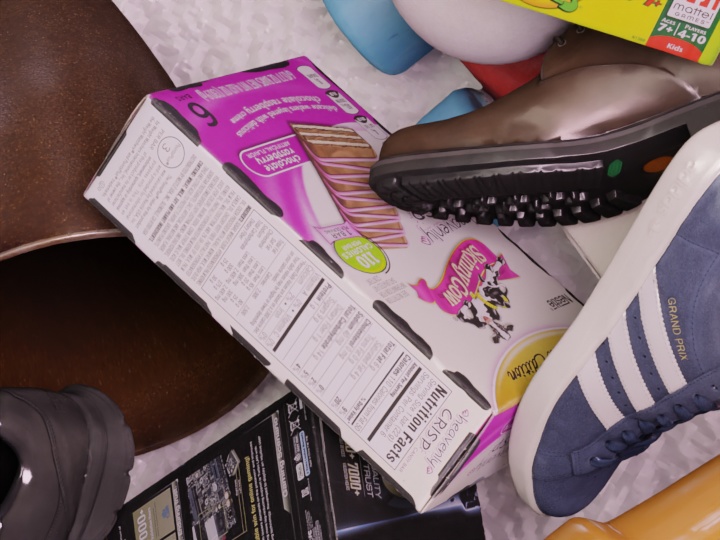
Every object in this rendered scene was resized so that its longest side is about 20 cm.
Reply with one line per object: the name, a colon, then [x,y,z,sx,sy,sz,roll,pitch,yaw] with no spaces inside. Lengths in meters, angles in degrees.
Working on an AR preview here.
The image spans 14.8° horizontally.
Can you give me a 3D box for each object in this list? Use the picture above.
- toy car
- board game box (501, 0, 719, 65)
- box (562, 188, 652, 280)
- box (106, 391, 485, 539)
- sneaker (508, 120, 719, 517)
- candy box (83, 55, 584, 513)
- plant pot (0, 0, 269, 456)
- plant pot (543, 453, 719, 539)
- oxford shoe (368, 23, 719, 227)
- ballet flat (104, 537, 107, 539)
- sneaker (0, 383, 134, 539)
toy car: [0.057,-0.144,1.188,0.184,0.200,0.177,-38,65,15]
board game box: [0.100,-0.172,1.108,0.200,0.101,0.048,-84,14,-50]
box: [0.192,-0.048,1.160,0.200,0.095,0.078,-42,64,15]
box: [-0.022,0.172,1.179,0.164,0.086,0.201,-36,54,42]
sneaker: [0.127,0.038,1.074,0.084,0.075,0.200,42,130,22]
candy box: [0.000,0.000,1.169,0.200,0.136,0.061,43,117,14]
plant pot: [-0.145,-0.040,1.298,0.186,0.187,0.201,-29,54,19]
plant pot: [0.177,0.142,1.083,0.183,0.200,0.200,-42,63,-5]
oxford shoe: [0.098,-0.069,1.125,0.199,0.073,0.085,-13,69,12]
ballet flat: [-0.111,0.165,1.292,0.067,0.067,0.200,-34,67,-6]
sneaker: [-0.165,0.144,1.218,0.076,0.091,0.201,5,84,36]
